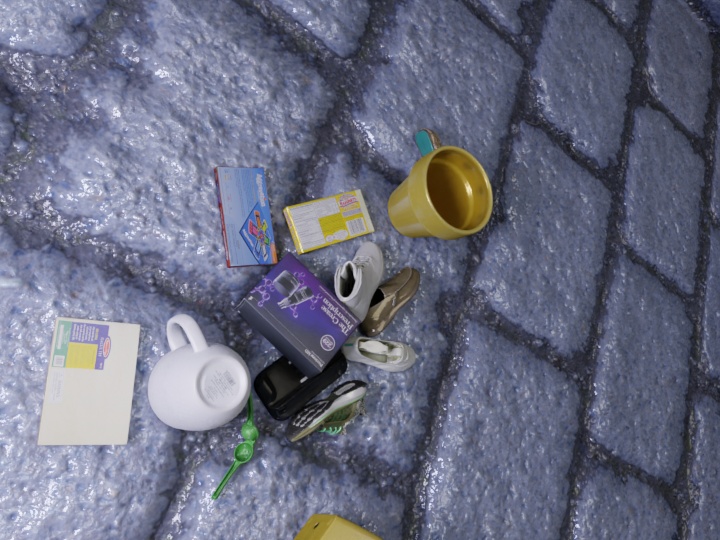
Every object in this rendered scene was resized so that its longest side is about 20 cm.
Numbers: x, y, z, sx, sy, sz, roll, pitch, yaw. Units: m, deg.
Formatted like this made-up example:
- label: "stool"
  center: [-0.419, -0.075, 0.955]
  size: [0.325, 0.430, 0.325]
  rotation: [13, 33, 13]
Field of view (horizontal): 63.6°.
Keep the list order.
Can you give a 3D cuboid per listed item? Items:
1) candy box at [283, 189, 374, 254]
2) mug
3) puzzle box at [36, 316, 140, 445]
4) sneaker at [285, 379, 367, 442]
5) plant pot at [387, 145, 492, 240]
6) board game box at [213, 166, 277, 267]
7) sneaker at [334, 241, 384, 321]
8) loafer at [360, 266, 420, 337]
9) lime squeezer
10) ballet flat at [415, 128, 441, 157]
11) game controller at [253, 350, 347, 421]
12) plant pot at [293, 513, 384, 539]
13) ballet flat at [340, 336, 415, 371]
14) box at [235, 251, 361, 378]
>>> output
- label: "candy box"
  center: [-0.065, -0.108, 1.262]
  size: [0.199, 0.026, 0.103]
  rotation: [-19, 87, -35]
- label: "mug"
  center: [-0.271, 0.169, 0.972]
  size: [0.147, 0.175, 0.201]
  rotation: [-23, 92, -35]
- label: "puzzle box"
  center: [-0.440, 0.181, 0.949]
  size: [0.132, 0.025, 0.202]
  rotation: [10, 73, -31]
- label: "sneaker"
  center: [-0.055, 0.298, 1.151]
  size: [0.199, 0.077, 0.089]
  rotation: [-26, 102, -32]
- label: "plant pot"
  center: [0.166, -0.157, 1.327]
  size: [0.200, 0.188, 0.202]
  rotation: [9, 74, -32]
- label: "board game box"
  center: [-0.229, -0.108, 1.159]
  size: [0.102, 0.019, 0.202]
  rotation: [-5, 82, -32]
- label: "sneaker"
  center: [0.000, 0.000, 1.214]
  size: [0.116, 0.073, 0.201]
  rotation: [74, 26, -55]
- label: "loafer"
  center: [0.062, 0.056, 1.277]
  size: [0.068, 0.076, 0.200]
  rotation: [50, 57, -21]
- label: "lime squeezer"
  center: [-0.215, 0.306, 1.041]
  size: [0.070, 0.038, 0.201]
  rotation: [14, 97, -50]
- label: "ballet flat"
  center: [0.195, -0.259, 1.447]
  size: [0.065, 0.070, 0.201]
  rotation: [-16, 92, -49]
- label: "game controller"
  center: [-0.115, 0.206, 1.156]
  size: [0.200, 0.042, 0.105]
  rotation: [-34, 84, -34]
- label: "plant pot"
  center: [-0.044, 0.549, 1.035]
  size: [0.176, 0.200, 0.200]
  rotation: [45, 58, -3]
- label: "ballet flat"
  center: [0.053, 0.178, 1.249]
  size: [0.199, 0.069, 0.070]
  rotation: [14, 71, -30]
- label: "box"
  center: [-0.120, 0.087, 1.131]
  size: [0.200, 0.079, 0.141]
  rotation: [44, 60, -5]
